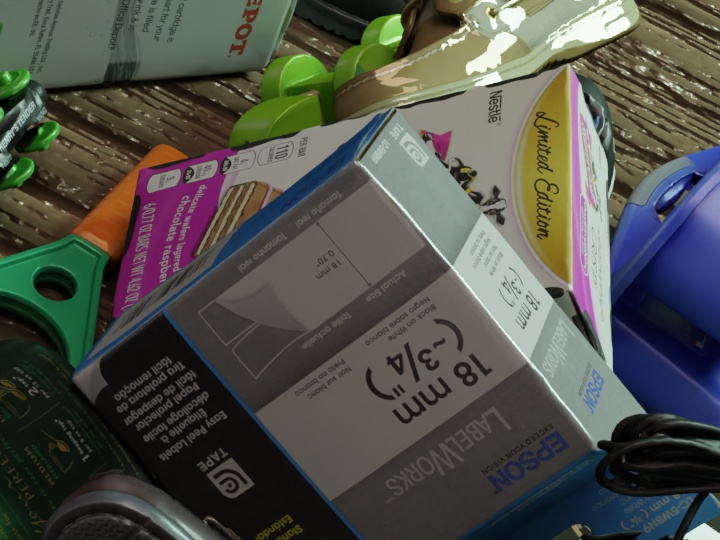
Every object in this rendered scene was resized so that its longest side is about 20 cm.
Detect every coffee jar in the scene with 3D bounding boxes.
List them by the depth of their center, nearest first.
[{"bbox_3d":[-0.157,0.104,0.726,0.104,0.085,0.200,55,31,0],"label":"coffee jar"}]

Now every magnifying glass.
[{"bbox_3d":[-0.129,0.005,0.923,0.080,0.022,0.200,31,45,6],"label":"magnifying glass"}]

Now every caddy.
[{"bbox_3d":[0.172,-0.010,0.989,0.105,0.141,0.200,41,44,11],"label":"caddy"}]

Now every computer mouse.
[{"bbox_3d":[0.109,0.129,0.795,0.140,0.200,0.046,7,31,-27],"label":"computer mouse"}]

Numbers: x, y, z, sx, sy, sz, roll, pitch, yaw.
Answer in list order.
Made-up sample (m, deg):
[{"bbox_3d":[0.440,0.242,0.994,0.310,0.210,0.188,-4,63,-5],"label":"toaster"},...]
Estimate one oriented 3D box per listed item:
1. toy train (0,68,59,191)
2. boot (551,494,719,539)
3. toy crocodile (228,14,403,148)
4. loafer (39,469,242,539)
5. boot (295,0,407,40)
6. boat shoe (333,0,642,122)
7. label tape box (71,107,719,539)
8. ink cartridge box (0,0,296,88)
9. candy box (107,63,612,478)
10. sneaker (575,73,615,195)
[{"bbox_3d":[-0.187,-0.021,0.893,0.056,0.042,0.200,-10,32,27],"label":"toy train"},{"bbox_3d":[0.102,0.088,0.921,0.138,0.077,0.200,-6,63,-35],"label":"boot"},{"bbox_3d":[0.015,-0.089,1.049,0.200,0.067,0.062,-28,108,-44],"label":"toy crocodile"},{"bbox_3d":[-0.042,0.144,0.752,0.200,0.072,0.063,55,21,-20],"label":"loafer"},{"bbox_3d":[-0.004,-0.223,1.068,0.165,0.200,0.066,26,43,0],"label":"boot"},{"bbox_3d":[0.051,-0.112,0.997,0.200,0.074,0.066,-28,95,-46],"label":"boat shoe"},{"bbox_3d":[0.016,0.064,0.786,0.200,0.144,0.063,49,23,-9],"label":"label tape box"},{"bbox_3d":[-0.124,-0.163,0.995,0.200,0.147,0.083,-7,51,-32],"label":"ink cartridge box"},{"bbox_3d":[0.000,0.000,0.877,0.200,0.061,0.136,-12,42,16],"label":"candy box"},{"bbox_3d":[0.095,-0.058,1.019,0.073,0.112,0.200,31,44,2],"label":"sneaker"}]
